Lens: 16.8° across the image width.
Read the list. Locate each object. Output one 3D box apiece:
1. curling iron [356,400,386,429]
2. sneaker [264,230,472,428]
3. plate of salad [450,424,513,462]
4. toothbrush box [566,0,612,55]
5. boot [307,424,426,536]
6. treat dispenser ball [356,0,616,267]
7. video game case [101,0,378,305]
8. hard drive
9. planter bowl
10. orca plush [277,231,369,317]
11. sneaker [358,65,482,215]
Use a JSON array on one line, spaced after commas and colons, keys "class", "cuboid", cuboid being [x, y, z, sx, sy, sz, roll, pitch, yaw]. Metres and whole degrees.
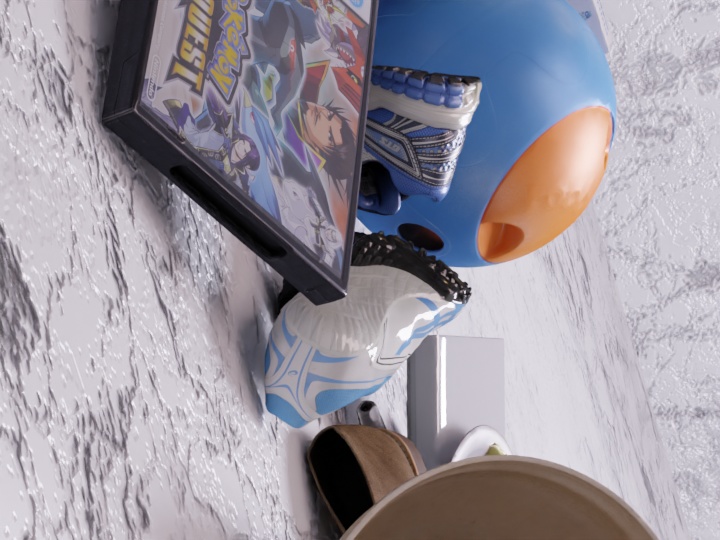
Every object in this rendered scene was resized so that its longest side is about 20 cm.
[{"class": "curling iron", "cuboid": [0.027, 0.147, 1.516, 0.201, 0.025, 0.050, 65, 21, -45]}, {"class": "sneaker", "cuboid": [0.001, 0.032, 1.366, 0.072, 0.073, 0.200, 37, 27, 13]}, {"class": "plate of salad", "cuboid": [0.083, 0.195, 1.482, 0.200, 0.048, 0.202, -2, 90, -68]}, {"class": "toothbrush box", "cuboid": [0.067, -0.203, 1.749, 0.085, 0.198, 0.148, -64, 136, -73]}, {"class": "boot", "cuboid": [0.024, 0.173, 1.348, 0.075, 0.073, 0.201, 27, 31, -59]}, {"class": "treat dispenser ball", "cuboid": [0.071, -0.103, 1.628, 0.201, 0.199, 0.203, -16, 90, -79]}, {"class": "video game case", "cuboid": [-0.056, -0.112, 1.254, 0.181, 0.025, 0.201, 42, 43, -42]}, {"class": "hard drive", "cuboid": [0.061, 0.142, 1.526, 0.132, 0.026, 0.202, 7, 82, -68]}, {"class": "planter bowl", "cuboid": [0.054, 0.199, 1.232, 0.135, 0.199, 0.202, 150, -74, -74]}, {"class": "orca plush", "cuboid": [0.000, 0.000, 1.469, 0.200, 0.071, 0.106, 30, 45, -74]}, {"class": "sneaker", "cuboid": [-0.004, -0.078, 1.444, 0.200, 0.076, 0.086, 11, -84, 63]}]
